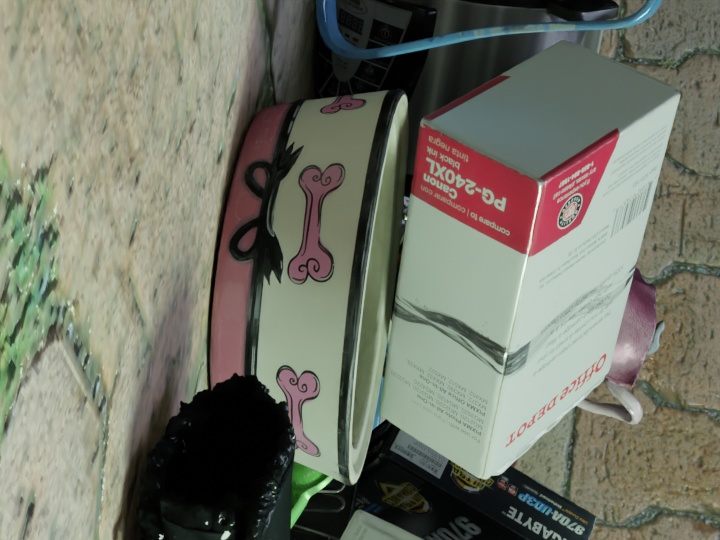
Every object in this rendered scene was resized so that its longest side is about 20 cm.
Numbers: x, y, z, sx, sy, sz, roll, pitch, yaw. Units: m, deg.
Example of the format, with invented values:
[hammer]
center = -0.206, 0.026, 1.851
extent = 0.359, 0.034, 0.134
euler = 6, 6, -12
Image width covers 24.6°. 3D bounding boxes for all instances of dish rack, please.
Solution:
[dish rack]
center = -0.022, 0.070, 1.058
extent = 0.200, 0.054, 0.154
euler = 91, 7, -50

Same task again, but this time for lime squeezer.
[lime squeezer]
center = -0.032, 0.092, 0.930
extent = 0.071, 0.038, 0.201
euler = 25, 71, -53

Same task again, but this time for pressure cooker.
[pressure cooker]
center = 0.064, -0.160, 1.023
extent = 0.179, 0.175, 0.201
euler = -77, 176, -64

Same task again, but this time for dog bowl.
[dog bowl]
center = -0.024, 0.004, 0.835
extent = 0.200, 0.073, 0.201
euler = 8, 90, -85

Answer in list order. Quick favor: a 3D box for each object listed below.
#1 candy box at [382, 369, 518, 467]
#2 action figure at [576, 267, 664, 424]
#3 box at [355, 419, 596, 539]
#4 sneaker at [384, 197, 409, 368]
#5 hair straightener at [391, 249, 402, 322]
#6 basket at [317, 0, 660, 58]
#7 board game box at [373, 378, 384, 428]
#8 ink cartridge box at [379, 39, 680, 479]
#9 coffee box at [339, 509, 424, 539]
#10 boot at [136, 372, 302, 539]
[candy box]
center = 0.065, 0.050, 1.252
extent = 0.200, 0.055, 0.116
euler = 55, -45, 38
[action figure]
center = 0.104, 0.010, 1.113
extent = 0.200, 0.134, 0.150
euler = 16, 83, -40
[box]
center = 0.059, 0.179, 1.206
extent = 0.046, 0.159, 0.200
euler = -62, -173, -26
[sneaker]
center = 0.000, 0.000, 1.147
extent = 0.079, 0.089, 0.201
euler = -53, 139, -37
[hair straightener]
center = 0.053, 0.073, 1.102
extent = 0.200, 0.041, 0.077
euler = 75, -13, -50
[basket]
center = 0.052, -0.211, 0.807
extent = 0.139, 0.176, 0.201
euler = -31, 114, -67
[board game box]
center = 0.007, 0.133, 1.540
extent = 0.200, 0.040, 0.154
euler = -65, 162, -73
[ink cartridge box]
center = 0.091, -0.006, 0.925
extent = 0.145, 0.083, 0.201
euler = -33, 142, -44
[coffee box]
center = 0.042, 0.315, 1.050
extent = 0.200, 0.199, 0.198
euler = -58, 162, -30
[boot]
center = -0.053, 0.123, 0.720
extent = 0.198, 0.073, 0.163
euler = -71, 164, -64
